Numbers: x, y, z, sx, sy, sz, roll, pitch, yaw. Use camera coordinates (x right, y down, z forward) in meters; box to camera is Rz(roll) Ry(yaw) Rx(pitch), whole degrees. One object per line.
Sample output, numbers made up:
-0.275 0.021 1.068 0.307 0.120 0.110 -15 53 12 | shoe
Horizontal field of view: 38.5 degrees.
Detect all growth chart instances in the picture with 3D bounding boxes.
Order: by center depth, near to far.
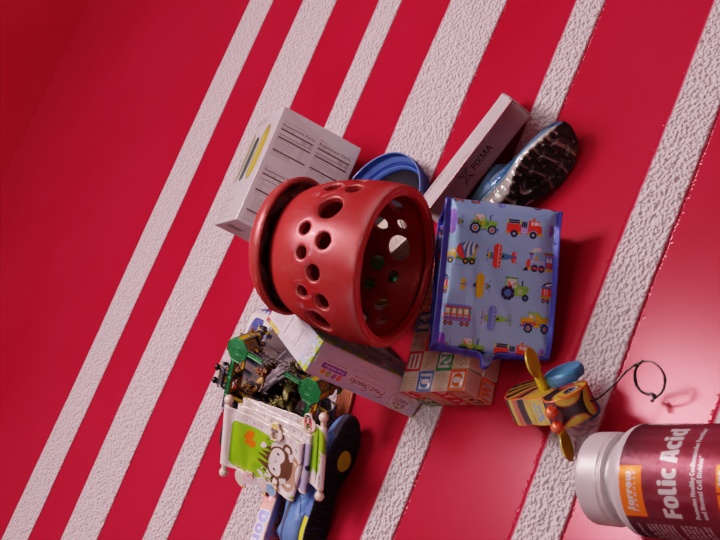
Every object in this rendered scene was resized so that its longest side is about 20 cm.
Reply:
-0.122 0.248 1.425 0.198 0.018 0.146 7 104 35 | growth chart

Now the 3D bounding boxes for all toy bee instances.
0.223 0.143 1.160 0.131 0.108 0.200 54 140 13 | toy bee

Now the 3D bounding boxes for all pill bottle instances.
0.319 0.207 1.015 0.199 0.114 0.115 -10 59 46 | pill bottle

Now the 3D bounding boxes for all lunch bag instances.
0.167 0.024 1.290 0.094 0.149 0.202 99 177 -71 | lunch bag

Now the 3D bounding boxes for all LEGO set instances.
-0.101 0.165 1.475 0.199 0.116 0.155 18 110 29 | LEGO set

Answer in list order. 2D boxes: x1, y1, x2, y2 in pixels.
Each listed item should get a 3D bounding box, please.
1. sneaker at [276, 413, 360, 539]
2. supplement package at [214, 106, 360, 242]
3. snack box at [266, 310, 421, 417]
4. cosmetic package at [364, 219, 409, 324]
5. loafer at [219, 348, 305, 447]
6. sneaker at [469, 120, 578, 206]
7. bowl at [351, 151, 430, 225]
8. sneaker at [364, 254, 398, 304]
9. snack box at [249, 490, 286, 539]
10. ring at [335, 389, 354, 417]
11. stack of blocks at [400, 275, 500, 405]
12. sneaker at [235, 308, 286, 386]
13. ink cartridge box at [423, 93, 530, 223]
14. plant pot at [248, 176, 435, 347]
-0.065 0.291 1.451 0.078 0.066 0.202 14 79 42 | sneaker
-0.124 -0.139 1.717 0.202 0.150 0.152 -67 19 -10 | supplement package
-0.018 0.115 1.405 0.053 0.199 0.142 -56 37 9 | snack box
0.024 0.018 1.506 0.200 0.103 0.073 -42 39 21 | cosmetic package
-0.145 0.207 1.578 0.201 0.068 0.070 -51 29 7 | loafer
0.208 -0.133 1.410 0.200 0.078 0.090 -46 35 19 | sneaker
0.032 -0.088 1.621 0.200 0.039 0.202 -29 47 36 | bowl
0.000 0.000 1.420 0.198 0.074 0.084 8 79 20 | sneaker
-0.134 0.394 1.465 0.024 0.072 0.202 8 71 27 | snack box
-0.083 0.200 1.581 0.200 0.019 0.202 -30 45 35 | ring
0.133 0.075 1.373 0.115 0.058 0.202 -9 59 47 | stack of blocks
-0.133 0.089 1.654 0.199 0.080 0.116 -40 29 17 | sneaker
0.159 -0.151 1.439 0.201 0.045 0.176 -53 6 12 | ink cartridge box
-0.028 -0.016 1.289 0.181 0.200 0.202 8 72 31 | plant pot
